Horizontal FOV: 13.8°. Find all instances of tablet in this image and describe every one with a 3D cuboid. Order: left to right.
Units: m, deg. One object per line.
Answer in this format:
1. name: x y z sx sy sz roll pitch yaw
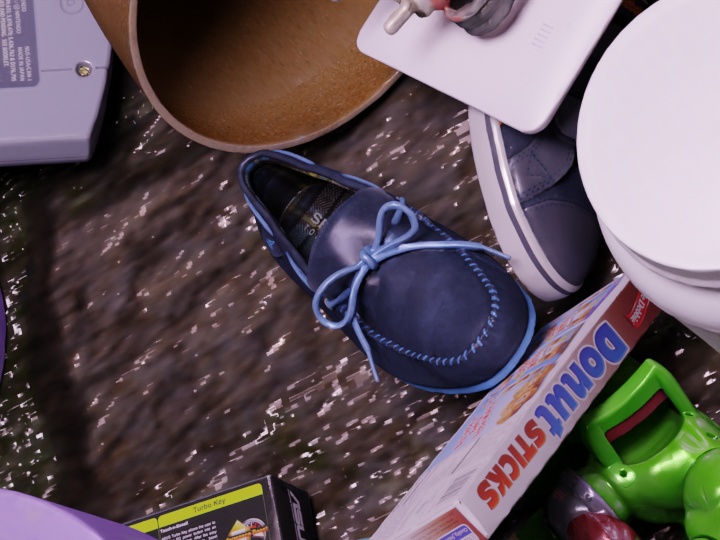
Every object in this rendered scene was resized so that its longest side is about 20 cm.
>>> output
1. tablet: 0.088 -0.168 1.367 0.130 0.014 0.201 29 87 43

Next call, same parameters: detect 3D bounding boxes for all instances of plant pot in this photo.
1. plant pot: -0.079 -0.185 1.460 0.187 0.186 0.200 -51 46 3

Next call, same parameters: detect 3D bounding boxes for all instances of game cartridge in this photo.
1. game cartridge: -0.193 -0.140 1.530 0.132 0.042 0.201 -1 60 -12

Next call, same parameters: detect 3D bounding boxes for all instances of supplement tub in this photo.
1. supplement tub: 0.182 -0.030 1.246 0.144 0.200 0.145 -8 70 24

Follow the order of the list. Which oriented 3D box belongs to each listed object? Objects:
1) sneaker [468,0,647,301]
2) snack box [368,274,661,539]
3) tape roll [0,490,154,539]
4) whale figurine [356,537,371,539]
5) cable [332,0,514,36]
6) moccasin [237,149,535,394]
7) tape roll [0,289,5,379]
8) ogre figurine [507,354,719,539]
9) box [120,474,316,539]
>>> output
1. sneaker: 0.096 -0.088 1.380 0.079 0.078 0.201 -18 65 27
2. snack box: 0.067 0.066 1.275 0.024 0.200 0.072 49 131 -5
3. tape roll: -0.144 0.194 1.207 0.199 0.085 0.201 -6 74 22
4. whale figurine: 0.051 0.187 1.292 0.199 0.159 0.104 23 53 9
5. cable: 0.067 -0.186 1.348 0.200 0.050 0.097 -52 44 6
6. moccasin: 0.000 0.000 1.372 0.200 0.068 0.081 26 80 51
7. tape roll: -0.287 0.038 1.530 0.199 0.085 0.201 -8 71 25
8. ogre figurine: 0.114 0.107 1.292 0.120 0.098 0.200 -49 15 -1
9. box: -0.103 0.217 1.401 0.199 0.047 0.194 -20 64 20
